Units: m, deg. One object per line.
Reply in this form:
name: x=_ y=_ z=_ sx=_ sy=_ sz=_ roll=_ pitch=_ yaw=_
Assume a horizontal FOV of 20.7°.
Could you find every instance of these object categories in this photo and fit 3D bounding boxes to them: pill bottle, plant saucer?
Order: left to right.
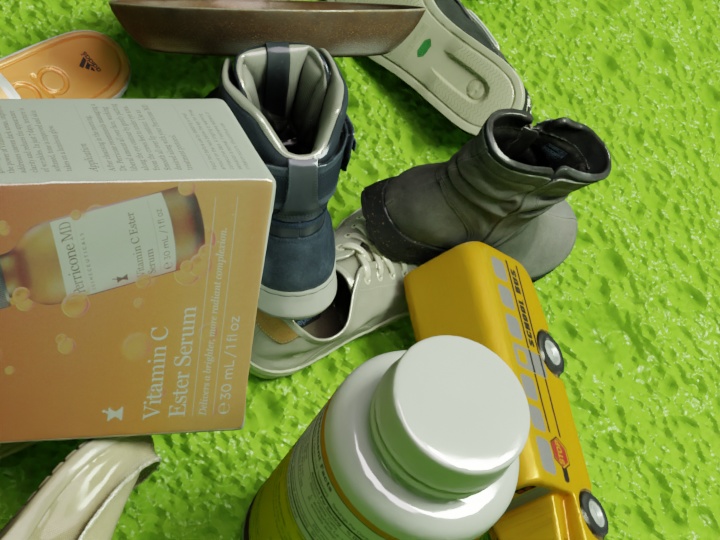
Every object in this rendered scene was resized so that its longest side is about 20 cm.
plant saucer: x=-0.058 y=-0.152 z=1.231 sx=0.198 sy=0.200 sz=0.032 roll=-3 pitch=99 yaw=-27
pill bottle: x=0.015 y=0.116 z=1.061 sx=0.108 sy=0.200 sz=0.110 roll=12 pitch=55 yaw=-18

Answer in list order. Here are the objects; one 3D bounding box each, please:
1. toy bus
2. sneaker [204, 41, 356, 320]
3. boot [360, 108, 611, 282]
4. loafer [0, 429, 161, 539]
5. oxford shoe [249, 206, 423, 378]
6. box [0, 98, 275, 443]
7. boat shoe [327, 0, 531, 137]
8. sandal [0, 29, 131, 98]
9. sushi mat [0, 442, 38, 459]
toy bus: x=0.086 y=0.089 z=1.179 sx=0.078 sy=0.065 sz=0.202 roll=27 pitch=43 yaw=-50
sneaker: x=-0.056 y=-0.090 z=1.165 sx=0.076 sy=0.147 sz=0.203 roll=-12 pitch=41 yaw=-13
boot: x=0.108 y=-0.045 z=1.224 sx=0.199 sy=0.131 sz=0.070 roll=-1 pitch=69 yaw=-50
loafer: x=-0.165 y=0.160 z=1.032 sx=0.068 sy=0.076 sz=0.200 roll=42 pitch=56 yaw=0
oxford shoe: x=0.000 y=0.000 z=1.220 sx=0.075 sy=0.058 sz=0.199 roll=47 pitch=51 yaw=11
box: x=-0.160 y=-0.001 z=1.038 sx=0.198 sy=0.154 sz=0.106 roll=-3 pitch=29 yaw=-20
boat shoe: x=0.043 y=-0.163 z=1.350 sx=0.200 sy=0.072 sz=0.068 roll=48 pitch=14 yaw=17
sandal: x=-0.215 y=-0.105 z=1.181 sx=0.079 sy=0.059 sz=0.206 roll=45 pitch=52 yaw=7
sushi mat: x=-0.208 y=0.060 z=1.109 sx=0.199 sy=0.012 sz=0.096 roll=-24 pitch=72 yaw=-35
